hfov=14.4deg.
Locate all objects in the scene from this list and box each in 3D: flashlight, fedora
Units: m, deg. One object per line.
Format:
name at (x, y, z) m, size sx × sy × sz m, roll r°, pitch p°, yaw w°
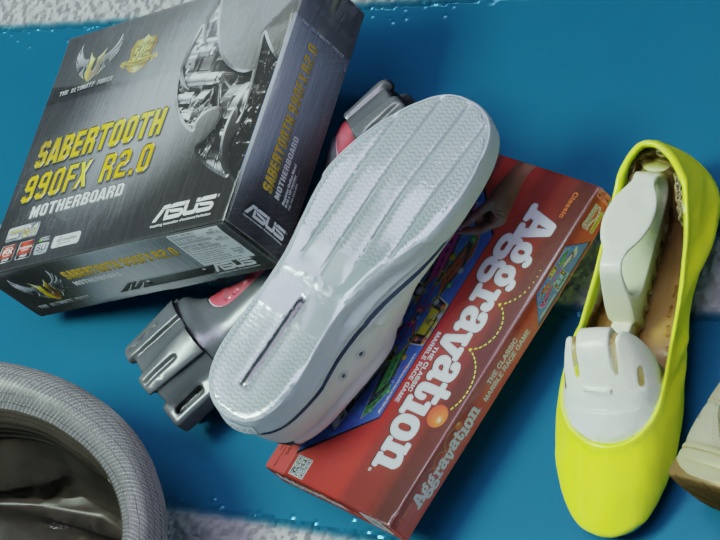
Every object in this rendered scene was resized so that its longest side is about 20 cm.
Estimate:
flashlight at (-0.037, -0.010, 1.481) m, size 0.200 × 0.068 × 0.068 m, roll -42°, pitch 93°, yaw 10°
fedora at (-0.177, 0.146, 1.455) m, size 0.199 × 0.090 × 0.178 m, roll 18°, pitch 75°, yaw 26°

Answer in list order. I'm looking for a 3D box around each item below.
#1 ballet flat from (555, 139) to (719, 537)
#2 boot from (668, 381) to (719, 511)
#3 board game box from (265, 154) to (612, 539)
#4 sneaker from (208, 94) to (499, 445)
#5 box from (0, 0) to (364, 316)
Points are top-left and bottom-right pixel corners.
ballet flat at (0.128, 0.027, 1.382) m, size 0.066 × 0.067 × 0.201 m, roll 5°, pitch 67°, yaw 27°
boot at (0.253, 0.055, 1.301) m, size 0.199 × 0.073 × 0.156 m, roll 14°, pitch 75°, yaw 38°
board game box at (0.040, 0.033, 1.438) m, size 0.103 × 0.019 × 0.201 m, roll 21°, pitch 74°, yaw 47°
sneaker at (0.000, 0.000, 1.423) m, size 0.073 × 0.071 × 0.200 m, roll 40°, pitch 90°, yaw 26°
box at (-0.101, -0.066, 1.511) m, size 0.199 × 0.048 × 0.159 m, roll -10°, pitch 53°, yaw 44°
